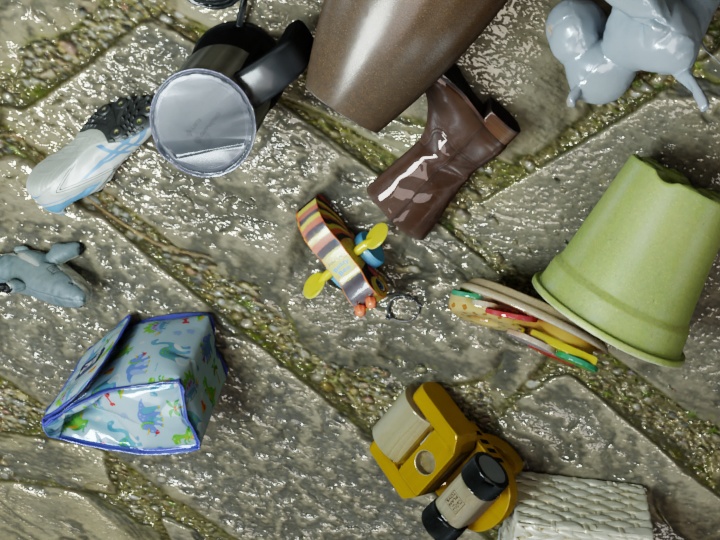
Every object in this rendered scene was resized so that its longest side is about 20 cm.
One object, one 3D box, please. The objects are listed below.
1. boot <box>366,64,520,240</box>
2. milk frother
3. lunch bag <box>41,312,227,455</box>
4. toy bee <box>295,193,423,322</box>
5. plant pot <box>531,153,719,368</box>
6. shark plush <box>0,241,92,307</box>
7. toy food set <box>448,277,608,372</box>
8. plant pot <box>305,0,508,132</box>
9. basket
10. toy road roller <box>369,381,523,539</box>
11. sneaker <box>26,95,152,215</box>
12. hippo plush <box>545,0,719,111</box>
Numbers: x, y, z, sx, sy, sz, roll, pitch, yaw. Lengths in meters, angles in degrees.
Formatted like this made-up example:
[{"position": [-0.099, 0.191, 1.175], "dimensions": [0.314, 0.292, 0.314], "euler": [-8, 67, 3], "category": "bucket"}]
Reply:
[{"position": [0.058, -0.148, 1.345], "dimensions": [0.186, 0.064, 0.200], "euler": [40, 119, -10], "category": "boot"}, {"position": [-0.165, -0.239, 1.251], "dimensions": [0.199, 0.189, 0.181], "euler": [38, 114, -12], "category": "milk frother"}, {"position": [-0.286, 0.143, 1.464], "dimensions": [0.196, 0.171, 0.129], "euler": [-8, 116, 13], "category": "lunch bag"}, {"position": [0.000, 0.000, 1.395], "dimensions": [0.198, 0.109, 0.132], "euler": [27, 115, -7], "category": "toy bee"}, {"position": [0.324, -0.022, 1.313], "dimensions": [0.198, 0.201, 0.186], "euler": [25, 105, -6], "category": "plant pot"}, {"position": [-0.432, 0.001, 1.460], "dimensions": [0.197, 0.084, 0.092], "euler": [19, 117, -3], "category": "shark plush"}, {"position": [0.197, 0.062, 1.360], "dimensions": [0.197, 0.198, 0.049], "euler": [25, 87, 2], "category": "toy food set"}, {"position": [0.030, -0.254, 1.198], "dimensions": [0.185, 0.187, 0.202], "euler": [31, 103, -9], "category": "plant pot"}, {"position": [0.282, 0.356, 1.520], "dimensions": [0.196, 0.136, 0.125], "euler": [5, 115, 4], "category": "basket"}, {"position": [0.123, 0.247, 1.511], "dimensions": [0.201, 0.145, 0.123], "euler": [51, 118, 23], "category": "toy road roller"}, {"position": [-0.313, -0.140, 1.394], "dimensions": [0.198, 0.073, 0.072], "euler": [-33, 143, 14], "category": "sneaker"}, {"position": [0.292, -0.254, 1.238], "dimensions": [0.201, 0.159, 0.160], "euler": [56, 142, -4], "category": "hippo plush"}]
